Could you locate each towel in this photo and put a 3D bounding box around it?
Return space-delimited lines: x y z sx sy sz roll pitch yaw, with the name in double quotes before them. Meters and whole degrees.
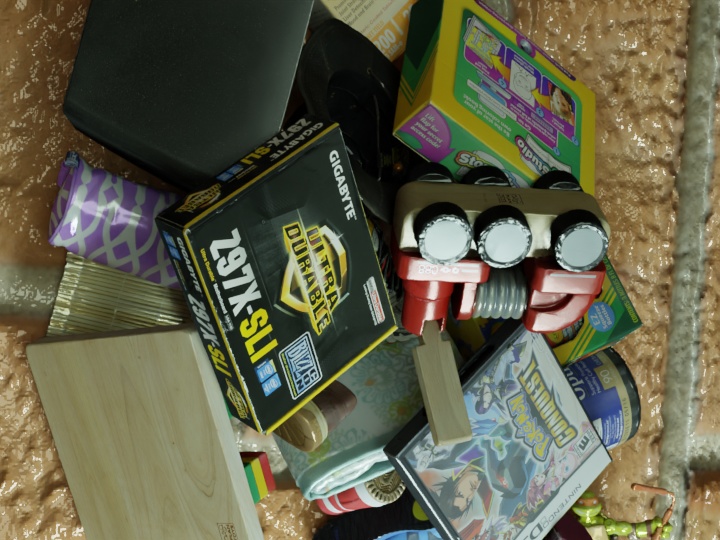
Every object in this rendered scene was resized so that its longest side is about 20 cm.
"towel" 0.003 0.103 1.193 0.198 0.172 0.048 -20 144 -18

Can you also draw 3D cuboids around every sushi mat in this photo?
"sushi mat" -0.184 0.038 1.194 0.197 0.012 0.097 14 88 -23

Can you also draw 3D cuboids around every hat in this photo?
"hat" -0.014 -0.118 1.134 0.200 0.080 0.203 33 48 -45

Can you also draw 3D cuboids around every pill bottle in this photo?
"pill bottle" 0.172 0.151 1.297 0.198 0.112 0.113 -19 101 -20

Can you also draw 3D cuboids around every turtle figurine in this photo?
"turtle figurine" 0.235 0.299 1.361 0.197 0.064 0.164 -8 101 1

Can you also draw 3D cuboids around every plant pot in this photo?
"plant pot" -0.150 -0.168 1.105 0.175 0.199 0.203 14 89 -7

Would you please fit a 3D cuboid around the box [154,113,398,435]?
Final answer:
"box" -0.060 0.004 1.022 0.159 0.049 0.202 -35 127 -27

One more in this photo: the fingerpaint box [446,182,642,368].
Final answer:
"fingerpaint box" 0.152 0.003 1.254 0.165 0.073 0.202 -21 78 -22

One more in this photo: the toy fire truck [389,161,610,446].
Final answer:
"toy fire truck" 0.110 0.031 1.085 0.173 0.129 0.202 3 120 -9

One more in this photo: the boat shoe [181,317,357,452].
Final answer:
"boat shoe" -0.081 0.085 1.139 0.072 0.199 0.073 -35 130 -26

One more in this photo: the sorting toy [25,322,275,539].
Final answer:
"sorting toy" -0.174 0.141 1.122 0.069 0.197 0.203 -31 110 -52

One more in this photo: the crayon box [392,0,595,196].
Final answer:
"crayon box" 0.126 -0.141 1.165 0.199 0.058 0.174 33 45 -25

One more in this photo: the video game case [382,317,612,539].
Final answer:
"video game case" 0.130 0.167 1.167 0.181 0.025 0.201 -43 123 -17

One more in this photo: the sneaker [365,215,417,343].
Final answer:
"sneaker" 0.000 0.000 1.155 0.198 0.082 0.079 27 45 -29

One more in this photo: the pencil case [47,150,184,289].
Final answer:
"pencil case" -0.182 -0.035 1.151 0.198 0.086 0.085 22 113 -21

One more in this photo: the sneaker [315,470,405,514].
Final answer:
"sneaker" 0.014 0.151 1.264 0.071 0.112 0.201 42 48 -17

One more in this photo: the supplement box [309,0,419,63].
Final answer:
"supplement box" -0.015 -0.297 1.205 0.126 0.073 0.200 -47 109 -13

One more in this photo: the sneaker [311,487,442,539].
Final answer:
"sneaker" 0.048 0.254 1.245 0.198 0.066 0.079 -28 129 17

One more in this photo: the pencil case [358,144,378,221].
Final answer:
"pencil case" 0.045 -0.114 1.242 0.199 0.078 0.090 -39 92 -16

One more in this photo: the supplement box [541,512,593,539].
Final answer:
"supplement box" 0.147 0.330 1.271 0.085 0.110 0.201 36 98 -17
